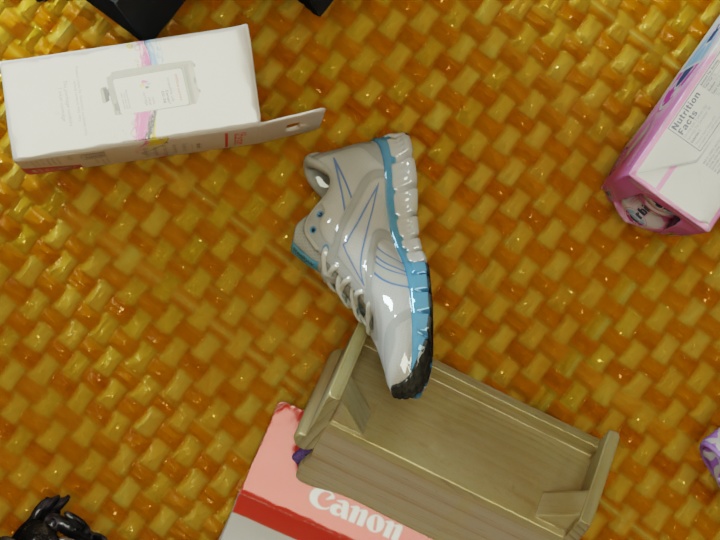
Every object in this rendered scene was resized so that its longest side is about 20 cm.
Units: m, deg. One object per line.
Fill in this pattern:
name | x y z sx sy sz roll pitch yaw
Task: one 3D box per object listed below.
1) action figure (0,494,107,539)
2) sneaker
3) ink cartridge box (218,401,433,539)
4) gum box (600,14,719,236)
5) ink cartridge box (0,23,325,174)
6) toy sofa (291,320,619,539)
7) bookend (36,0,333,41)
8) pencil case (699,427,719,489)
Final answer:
action figure | -0.182 0.217 1.473 0.119 0.199 0.102 -43 129 -30
sneaker | 0.000 0.000 1.478 0.086 0.075 0.201 -4 52 -7
ink cartridge box | -0.021 0.210 1.517 0.162 0.050 0.201 24 91 -3
gum box | 0.241 -0.113 1.504 0.066 0.114 0.200 35 87 -1
ink cartridge box | -0.126 -0.112 1.484 0.199 0.116 0.068 -8 89 -4
toy sofa | 0.060 0.120 1.510 0.199 0.098 0.083 26 49 -2
bookend | -0.092 -0.216 1.466 0.200 0.092 0.199 36 84 19
pencil case | 0.321 0.094 1.519 0.200 0.086 0.084 -36 89 -2
